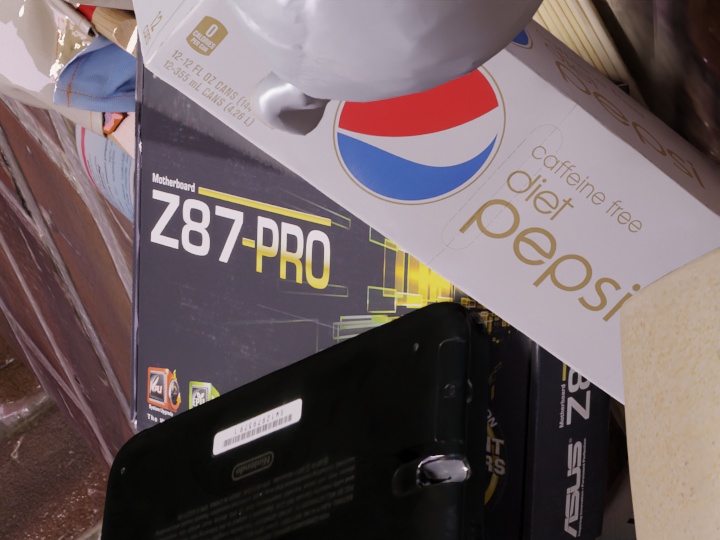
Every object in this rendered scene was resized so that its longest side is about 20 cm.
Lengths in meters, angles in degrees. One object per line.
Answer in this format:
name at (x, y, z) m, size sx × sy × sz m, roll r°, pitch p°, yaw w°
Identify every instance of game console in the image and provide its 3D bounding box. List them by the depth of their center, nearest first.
game console at (0.004, 0.130, 0.727) m, size 0.116 × 0.176 × 0.200 m, roll 24°, pitch 147°, yaw -34°

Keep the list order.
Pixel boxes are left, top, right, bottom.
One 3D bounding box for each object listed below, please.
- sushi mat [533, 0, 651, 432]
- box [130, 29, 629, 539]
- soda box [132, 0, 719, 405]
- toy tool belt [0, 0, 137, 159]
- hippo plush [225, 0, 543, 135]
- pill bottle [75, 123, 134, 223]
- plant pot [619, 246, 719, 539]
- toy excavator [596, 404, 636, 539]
sushi mat at (0.083, -0.019, 0.731) m, size 0.096 × 0.012 × 0.200 m, roll -17°, pitch 106°, yaw 54°
box at (0.000, 0.000, 0.748) m, size 0.200 × 0.049 × 0.161 m, roll 16°, pitch 108°, yaw 41°
soda box at (0.033, -0.038, 0.593) m, size 0.200 × 0.064 × 0.068 m, roll 34°, pitch -162°, yaw -25°
toy tool belt at (-0.091, -0.141, 0.896) m, size 0.123 × 0.125 × 0.200 m, roll 34°, pitch 123°, yaw 26°
hippo plush at (0.031, -0.093, 0.482) m, size 0.200 × 0.161 × 0.159 m, roll 51°, pitch 165°, yaw 19°
pill bottle at (-0.046, -0.040, 0.985) m, size 0.200 × 0.109 × 0.109 m, roll 39°, pitch 159°, yaw 48°
plant pot at (0.147, 0.082, 0.528) m, size 0.187 × 0.187 × 0.200 m, roll 122°, pitch 128°, yaw -75°
toy excavator at (0.113, 0.114, 0.838) m, size 0.194 × 0.200 × 0.100 m, roll 26°, pitch -161°, yaw -5°
